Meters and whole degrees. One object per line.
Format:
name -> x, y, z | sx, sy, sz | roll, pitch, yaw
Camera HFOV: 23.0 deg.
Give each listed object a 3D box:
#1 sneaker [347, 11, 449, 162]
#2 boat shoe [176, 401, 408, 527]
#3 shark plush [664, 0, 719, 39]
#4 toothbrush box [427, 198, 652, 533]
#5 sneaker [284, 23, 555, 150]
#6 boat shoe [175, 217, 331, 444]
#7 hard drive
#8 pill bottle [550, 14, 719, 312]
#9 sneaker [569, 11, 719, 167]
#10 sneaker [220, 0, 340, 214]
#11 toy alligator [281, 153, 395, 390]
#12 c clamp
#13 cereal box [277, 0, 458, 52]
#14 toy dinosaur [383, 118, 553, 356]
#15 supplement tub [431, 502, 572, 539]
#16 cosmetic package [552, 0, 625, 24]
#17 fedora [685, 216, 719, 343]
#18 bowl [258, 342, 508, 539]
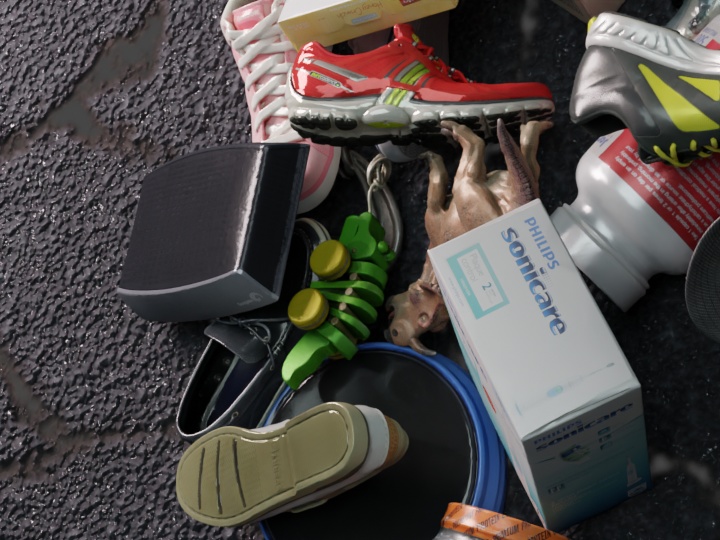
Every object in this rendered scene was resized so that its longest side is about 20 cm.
sneaker -> 0.027, -0.173, 1.389 | 0.070, 0.073, 0.202 | -8, 60, 32
boat shoe -> -0.051, 0.143, 1.266 | 0.199, 0.068, 0.076 | -18, 69, 42
shark plush -> 0.258, -0.187, 1.299 | 0.201, 0.090, 0.084 | -52, 34, 20
toothbrush box -> 0.123, 0.069, 1.170 | 0.085, 0.200, 0.147 | -24, 64, -2
sneaker -> 0.044, -0.138, 1.288 | 0.198, 0.077, 0.086 | 2, 77, 2
boat shoe -> -0.080, 0.052, 1.344 | 0.074, 0.062, 0.201 | 32, 97, 41
hard drive -> -0.119, -0.032, 1.356 | 0.199, 0.042, 0.136 | -8, 66, 53
pill bottle -> 0.223, -0.072, 1.227 | 0.200, 0.112, 0.112 | -46, 60, 5
sneaker -> 0.223, -0.099, 1.140 | 0.199, 0.074, 0.085 | 25, 92, 35
sneaker -> -0.069, -0.148, 1.382 | 0.075, 0.105, 0.202 | -14, 57, 23
toy alligator -> 0.000, 0.000, 1.311 | 0.054, 0.059, 0.201 | 9, 64, 34
c clamp -> -0.062, -0.039, 1.403 | 0.198, 0.027, 0.172 | -18, 66, 20
cereal box -> 0.025, -0.260, 1.362 | 0.143, 0.040, 0.201 | -13, 41, 30
toy dinosaur -> 0.089, -0.026, 1.253 | 0.085, 0.200, 0.137 | 7, 64, -18
supplement tub -> 0.075, 0.265, 1.178 | 0.122, 0.122, 0.202 | 13, 78, 28
cosmetic package -> 0.138, -0.273, 1.287 | 0.103, 0.200, 0.087 | 40, 91, 29
fedora -> 0.312, -0.021, 1.151 | 0.198, 0.178, 0.091 | 4, 44, 6
bowl -> 0.010, 0.149, 1.297 | 0.199, 0.039, 0.203 | -8, 70, 23
